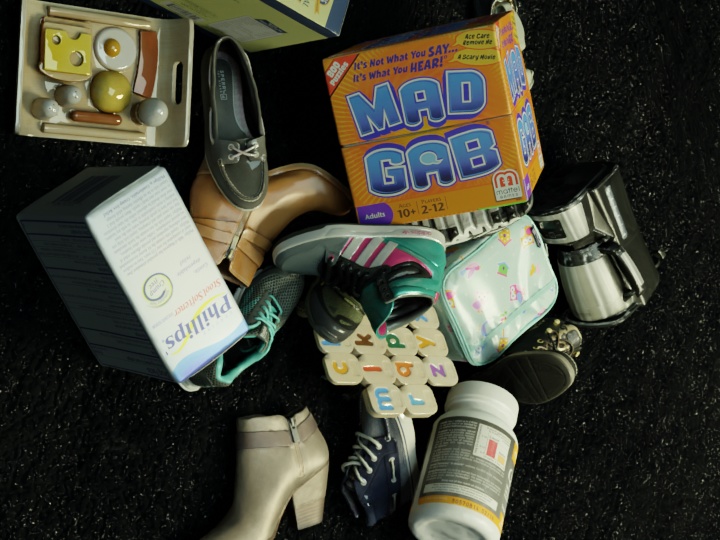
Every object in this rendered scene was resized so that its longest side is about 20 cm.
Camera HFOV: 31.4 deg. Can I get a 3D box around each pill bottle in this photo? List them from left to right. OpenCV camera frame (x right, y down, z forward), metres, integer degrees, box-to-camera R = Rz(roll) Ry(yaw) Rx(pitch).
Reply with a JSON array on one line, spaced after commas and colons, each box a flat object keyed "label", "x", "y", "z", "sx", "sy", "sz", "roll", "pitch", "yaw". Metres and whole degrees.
[{"label": "pill bottle", "x": 0.135, "y": 0.247, "z": 1.606, "sx": 0.116, "sy": 0.116, "sz": 0.201, "roll": 43, "pitch": 48, "yaw": -30}]

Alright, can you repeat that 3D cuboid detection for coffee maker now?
[{"label": "coffee maker", "x": 0.331, "y": -0.050, "z": 1.803, "sx": 0.201, "sy": 0.134, "sz": 0.192, "roll": 66, "pitch": 31, "yaw": -21}]

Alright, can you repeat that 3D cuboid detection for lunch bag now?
[{"label": "lunch bag", "x": 0.174, "y": 0.023, "z": 1.703, "sx": 0.200, "sy": 0.077, "sz": 0.161, "roll": -37, "pitch": 112, "yaw": -29}]

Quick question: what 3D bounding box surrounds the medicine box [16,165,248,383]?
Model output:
[{"label": "medicine box", "x": -0.238, "y": 0.002, "z": 1.330, "sx": 0.103, "sy": 0.182, "sz": 0.201, "roll": -38, "pitch": 114, "yaw": -29}]

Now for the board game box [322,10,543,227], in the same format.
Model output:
[{"label": "board game box", "x": 0.093, "y": -0.181, "z": 1.509, "sx": 0.200, "sy": 0.199, "sz": 0.201, "roll": -50, "pitch": 128, "yaw": -70}]

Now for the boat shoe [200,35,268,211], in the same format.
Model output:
[{"label": "boat shoe", "x": -0.143, "y": -0.167, "z": 1.430, "sx": 0.067, "sy": 0.057, "sz": 0.201, "roll": -7, "pitch": 73, "yaw": -17}]

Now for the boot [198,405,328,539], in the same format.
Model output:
[{"label": "boot", "x": -0.124, "y": 0.245, "z": 1.507, "sx": 0.199, "sy": 0.070, "sz": 0.147, "roll": -13, "pitch": 94, "yaw": -37}]

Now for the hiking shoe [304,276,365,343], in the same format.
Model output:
[{"label": "hiking shoe", "x": 0.000, "y": 0.000, "z": 1.526, "sx": 0.076, "sy": 0.101, "sz": 0.200, "roll": 36, "pitch": 44, "yaw": -9}]

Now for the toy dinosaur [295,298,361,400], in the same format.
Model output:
[{"label": "toy dinosaur", "x": -0.009, "y": 0.110, "z": 1.594, "sx": 0.200, "sy": 0.047, "sz": 0.088, "roll": 38, "pitch": 64, "yaw": -35}]

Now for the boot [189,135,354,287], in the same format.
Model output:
[{"label": "boot", "x": -0.107, "y": -0.055, "z": 1.484, "sx": 0.199, "sy": 0.077, "sz": 0.156, "roll": 21, "pitch": 74, "yaw": -30}]

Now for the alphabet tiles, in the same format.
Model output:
[{"label": "alphabet tiles", "x": 0.026, "y": 0.088, "z": 1.563, "sx": 0.195, "sy": 0.015, "sz": 0.201, "roll": 4, "pitch": 56, "yaw": -36}]

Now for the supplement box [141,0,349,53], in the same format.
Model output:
[{"label": "supplement box", "x": -0.133, "y": -0.343, "z": 1.380, "sx": 0.200, "sy": 0.199, "sz": 0.135, "roll": 23, "pitch": 78, "yaw": -35}]

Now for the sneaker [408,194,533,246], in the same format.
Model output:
[{"label": "sneaker", "x": 0.126, "y": -0.063, "z": 1.632, "sx": 0.090, "sy": 0.199, "sz": 0.067, "roll": 28, "pitch": 47, "yaw": -75}]

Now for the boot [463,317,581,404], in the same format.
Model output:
[{"label": "boot", "x": 0.240, "y": 0.117, "z": 1.692, "sx": 0.150, "sy": 0.200, "sz": 0.073, "roll": -34, "pitch": 92, "yaw": -36}]

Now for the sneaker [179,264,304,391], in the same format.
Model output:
[{"label": "sneaker", "x": -0.123, "y": 0.069, "z": 1.476, "sx": 0.200, "sy": 0.091, "sz": 0.078, "roll": -48, "pitch": 119, "yaw": -25}]

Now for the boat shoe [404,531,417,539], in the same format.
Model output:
[{"label": "boat shoe", "x": 0.104, "y": 0.351, "z": 1.673, "sx": 0.065, "sy": 0.074, "sz": 0.203, "roll": 33, "pitch": 66, "yaw": -30}]

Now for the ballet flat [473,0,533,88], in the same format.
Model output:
[{"label": "ballet flat", "x": 0.194, "y": -0.280, "z": 1.710, "sx": 0.073, "sy": 0.073, "sz": 0.201, "roll": -16, "pitch": 102, "yaw": -35}]

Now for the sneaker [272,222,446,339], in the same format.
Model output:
[{"label": "sneaker", "x": 0.001, "y": 0.017, "z": 1.443, "sx": 0.199, "sy": 0.084, "sz": 0.121, "roll": -2, "pitch": 59, "yaw": -3}]

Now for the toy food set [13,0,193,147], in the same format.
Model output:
[{"label": "toy food set", "x": -0.273, "y": -0.210, "z": 1.369, "sx": 0.199, "sy": 0.060, "sz": 0.144, "roll": 2, "pitch": 92, "yaw": -37}]

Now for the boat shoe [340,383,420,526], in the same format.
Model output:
[{"label": "boat shoe", "x": 0.015, "y": 0.226, "z": 1.585, "sx": 0.093, "sy": 0.075, "sz": 0.201, "roll": -32, "pitch": 122, "yaw": -28}]
